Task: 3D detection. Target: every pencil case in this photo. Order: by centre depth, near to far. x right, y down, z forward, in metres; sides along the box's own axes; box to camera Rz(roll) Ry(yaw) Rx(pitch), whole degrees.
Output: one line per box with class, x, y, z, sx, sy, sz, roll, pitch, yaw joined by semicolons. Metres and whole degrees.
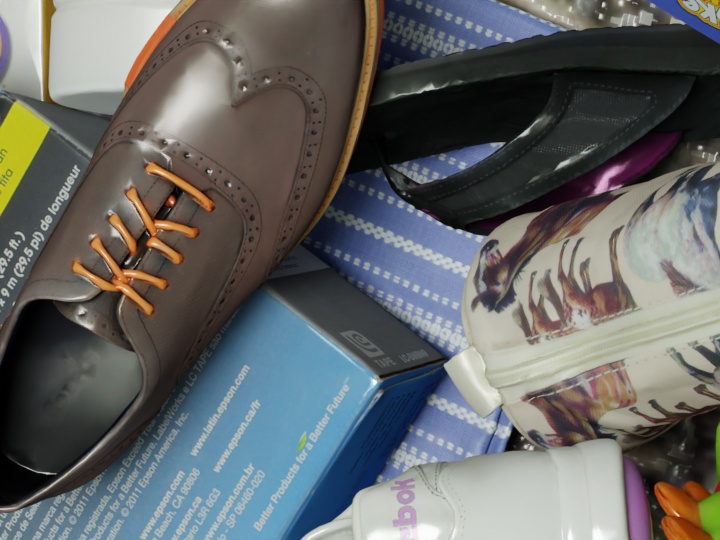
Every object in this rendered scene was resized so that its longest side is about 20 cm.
pencil case;0.114;-0.001;0.833;0.200;0.089;0.078;-21;87;47

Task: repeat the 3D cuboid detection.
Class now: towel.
towel;0.000;0.000;0.994;0.145;0.024;0.200;23;97;20

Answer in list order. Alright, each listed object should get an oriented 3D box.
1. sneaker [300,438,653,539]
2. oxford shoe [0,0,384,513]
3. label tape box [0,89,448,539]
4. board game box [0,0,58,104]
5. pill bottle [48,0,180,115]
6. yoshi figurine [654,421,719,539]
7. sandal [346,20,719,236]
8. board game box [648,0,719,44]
sneaker;0.020;0.095;0.887;0.100;0.200;0.075;-1;67;-10
oxford shoe;-0.054;-0.010;0.873;0.071;0.073;0.200;29;111;-2
label tape box;-0.092;0.030;0.977;0.200;0.063;0.144;37;109;15
board game box;-0.147;-0.066;1.042;0.096;0.030;0.200;0;89;20
pill bottle;-0.047;-0.150;0.946;0.113;0.113;0.200;2;87;20
yoshi figurine;0.140;0.107;0.847;0.112;0.200;0.112;10;95;19
sandal;0.070;-0.042;0.910;0.200;0.075;0.048;-7;74;4
board game box;0.143;-0.126;0.886;0.200;0.045;0.134;33;70;16
